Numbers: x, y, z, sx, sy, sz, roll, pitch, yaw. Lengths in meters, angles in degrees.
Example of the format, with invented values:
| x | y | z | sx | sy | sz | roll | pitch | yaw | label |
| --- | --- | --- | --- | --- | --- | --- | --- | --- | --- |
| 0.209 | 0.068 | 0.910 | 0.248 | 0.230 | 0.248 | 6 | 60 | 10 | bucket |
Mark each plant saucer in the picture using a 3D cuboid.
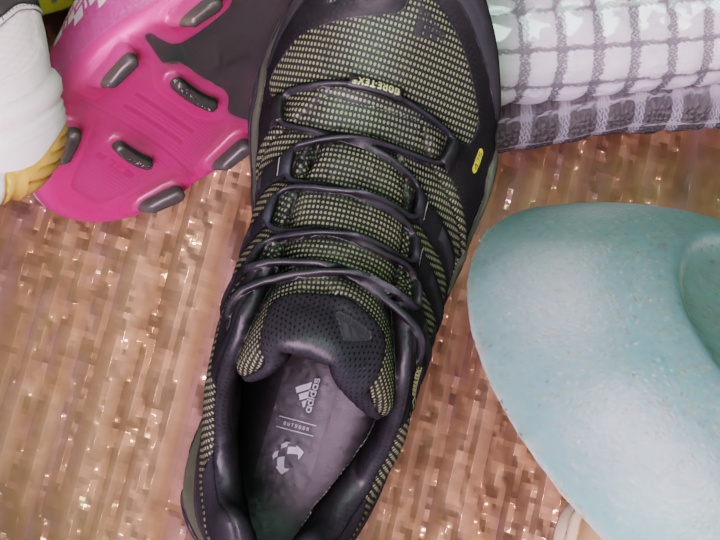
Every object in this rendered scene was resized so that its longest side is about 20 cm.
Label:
| x | y | z | sx | sy | sz | roll | pitch | yaw | label |
| --- | --- | --- | --- | --- | --- | --- | --- | --- | --- |
| 0.124 | 0.040 | 0.864 | 0.201 | 0.039 | 0.201 | 27 | 31 | -18 | plant saucer |

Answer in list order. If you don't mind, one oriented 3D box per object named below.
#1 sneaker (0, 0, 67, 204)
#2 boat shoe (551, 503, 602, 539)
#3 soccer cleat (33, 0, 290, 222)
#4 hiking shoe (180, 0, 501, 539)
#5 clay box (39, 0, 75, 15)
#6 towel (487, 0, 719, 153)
| x | y | z | sx | sy | sz | roll | pitch | yaw | label |
| --- | --- | --- | --- | --- | --- | --- | --- | --- | --- |
| -0.184 | -0.055 | 0.821 | 0.200 | 0.076 | 0.088 | -8 | 102 | -12 | sneaker |
| 0.119 | 0.142 | 0.821 | 0.074 | 0.069 | 0.200 | -12 | 71 | -39 | boat shoe |
| -0.039 | -0.105 | 0.890 | 0.070 | 0.200 | 0.086 | 24 | 21 | -38 | soccer cleat |
| 0.000 | 0.000 | 0.832 | 0.076 | 0.101 | 0.200 | 10 | 97 | -8 | hiking shoe |
| -0.144 | -0.122 | 0.880 | 0.200 | 0.115 | 0.048 | -19 | 31 | -20 | clay box |
| 0.062 | -0.137 | 0.958 | 0.166 | 0.086 | 0.200 | -7 | 69 | -13 | towel |
